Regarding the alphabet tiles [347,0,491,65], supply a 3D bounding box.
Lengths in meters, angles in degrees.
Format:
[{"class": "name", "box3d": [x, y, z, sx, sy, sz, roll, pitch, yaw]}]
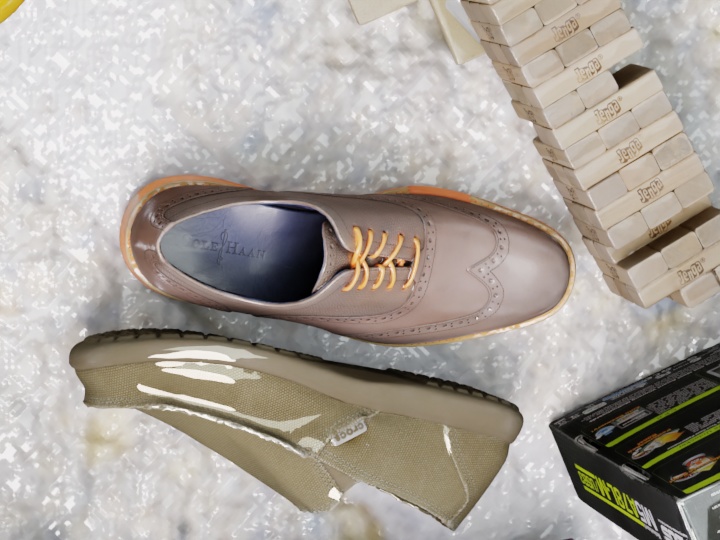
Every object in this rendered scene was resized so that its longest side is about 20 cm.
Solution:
[{"class": "alphabet tiles", "box3d": [0.048, -0.200, 1.120, 0.166, 0.006, 0.200, -25, 101, -8]}]

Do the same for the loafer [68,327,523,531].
[{"class": "loafer", "box3d": [-0.028, 0.068, 1.100, 0.200, 0.076, 0.068, 11, 88, -12]}]

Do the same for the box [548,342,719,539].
[{"class": "box", "box3d": [0.197, 0.055, 1.083, 0.200, 0.193, 0.048, -25, 102, -9]}]

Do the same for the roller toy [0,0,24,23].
[{"class": "roller toy", "box3d": [-0.183, -0.207, 1.004, 0.182, 0.140, 0.200, 26, 92, -13]}]

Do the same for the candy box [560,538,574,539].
[{"class": "candy box", "box3d": [0.077, 0.234, 1.107, 0.061, 0.136, 0.200, -15, 100, 23]}]

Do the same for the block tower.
[{"class": "block tower", "box3d": [0.098, -0.076, 1.114, 0.054, 0.058, 0.200, -31, 103, -7]}]

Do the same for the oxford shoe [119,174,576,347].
[{"class": "oxford shoe", "box3d": [0.000, 0.000, 1.098, 0.200, 0.073, 0.071, 3, 95, -12]}]
